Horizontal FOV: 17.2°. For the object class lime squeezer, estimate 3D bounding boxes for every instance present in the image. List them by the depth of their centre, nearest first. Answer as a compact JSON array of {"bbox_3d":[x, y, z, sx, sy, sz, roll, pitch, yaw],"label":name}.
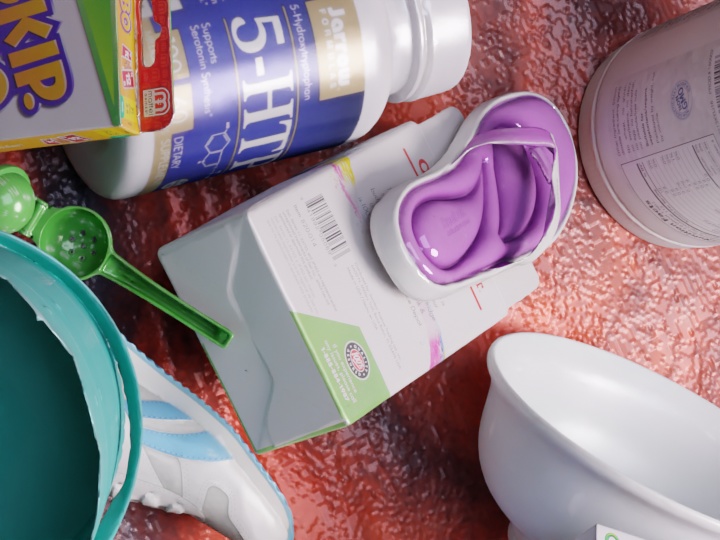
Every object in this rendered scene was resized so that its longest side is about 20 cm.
[{"bbox_3d":[-0.154,-0.018,1.135,0.200,0.071,0.038,32,106,-21],"label":"lime squeezer"}]

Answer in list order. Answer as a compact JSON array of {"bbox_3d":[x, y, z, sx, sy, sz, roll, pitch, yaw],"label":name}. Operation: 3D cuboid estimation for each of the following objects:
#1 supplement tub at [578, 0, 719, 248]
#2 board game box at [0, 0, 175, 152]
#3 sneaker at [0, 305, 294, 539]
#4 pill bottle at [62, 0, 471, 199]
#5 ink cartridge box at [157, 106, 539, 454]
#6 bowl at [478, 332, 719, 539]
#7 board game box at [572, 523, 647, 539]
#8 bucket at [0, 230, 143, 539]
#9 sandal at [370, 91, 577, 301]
[{"bbox_3d":[0.219,-0.087,1.280,0.132,0.200,0.132,3,82,-23],"label":"supplement tub"},{"bbox_3d":[-0.183,-0.103,1.129,0.200,0.030,0.096,-5,83,18],"label":"board game box"},{"bbox_3d":[-0.120,0.083,1.181,0.200,0.077,0.081,40,79,-8],"label":"sneaker"},{"bbox_3d":[-0.051,-0.114,1.209,0.200,0.120,0.120,-16,89,-25],"label":"pill bottle"},{"bbox_3d":[0.000,0.000,1.221,0.200,0.067,0.117,-30,96,-51],"label":"ink cartridge box"},{"bbox_3d":[0.138,0.121,1.244,0.201,0.201,0.090,21,108,-20],"label":"bowl"},{"bbox_3d":[0.118,0.194,1.197,0.126,0.200,0.035,20,54,-21],"label":"board game box"},{"bbox_3d":[-0.200,0.075,1.070,0.207,0.135,0.208,0,97,3],"label":"bucket"},{"bbox_3d":[0.076,-0.039,1.233,0.083,0.050,0.203,60,37,-10],"label":"sandal"}]
